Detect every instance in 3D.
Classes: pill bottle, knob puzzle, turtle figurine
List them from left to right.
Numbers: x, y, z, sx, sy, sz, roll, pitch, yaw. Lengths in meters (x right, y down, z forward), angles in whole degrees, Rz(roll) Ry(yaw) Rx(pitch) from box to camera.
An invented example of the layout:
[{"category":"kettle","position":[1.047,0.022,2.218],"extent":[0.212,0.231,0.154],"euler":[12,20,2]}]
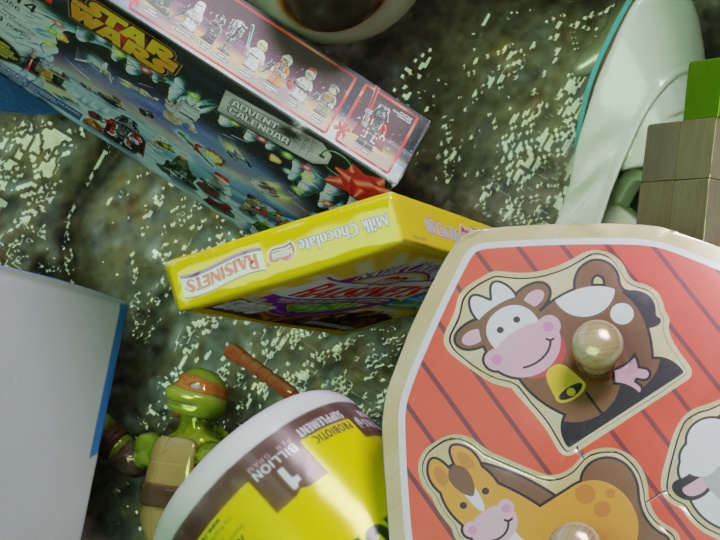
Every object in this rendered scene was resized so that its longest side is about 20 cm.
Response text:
[{"category":"turtle figurine","position":[-0.091,0.113,1.113],"extent":[0.200,0.064,0.162],"euler":[6,83,46]},{"category":"pill bottle","position":[0.016,0.150,0.937],"extent":[0.109,0.109,0.200],"euler":[-48,69,8]},{"category":"knob puzzle","position":[0.095,0.058,0.897],"extent":[0.219,0.030,0.220],"euler":[-2,65,5]}]

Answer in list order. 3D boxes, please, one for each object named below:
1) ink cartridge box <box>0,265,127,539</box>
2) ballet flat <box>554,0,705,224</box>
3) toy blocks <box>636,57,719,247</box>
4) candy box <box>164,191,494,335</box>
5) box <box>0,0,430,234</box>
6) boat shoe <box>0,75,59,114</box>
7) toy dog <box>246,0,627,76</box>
[{"category":"ink cartridge box","position":[-0.240,0.061,1.112],"extent":[0.200,0.144,0.148],"euler":[8,85,39]},{"category":"ballet flat","position":[0.123,-0.030,1.060],"extent":[0.069,0.069,0.201],"euler":[24,98,20]},{"category":"toy blocks","position":[0.184,0.021,1.008],"extent":[0.100,0.136,0.201],"euler":[-2,81,62]},{"category":"candy box","position":[0.000,0.000,1.032],"extent":[0.102,0.200,0.026],"euler":[-19,80,16]},{"category":"box","position":[-0.081,-0.085,1.063],"extent":[0.200,0.137,0.040],"euler":[32,66,-8]},{"category":"boat shoe","position":[-0.128,-0.120,1.163],"extent":[0.199,0.084,0.069],"euler":[3,40,5]},{"category":"toy dog","position":[0.032,-0.170,1.055],"extent":[0.199,0.140,0.194],"euler":[-20,117,-17]}]
